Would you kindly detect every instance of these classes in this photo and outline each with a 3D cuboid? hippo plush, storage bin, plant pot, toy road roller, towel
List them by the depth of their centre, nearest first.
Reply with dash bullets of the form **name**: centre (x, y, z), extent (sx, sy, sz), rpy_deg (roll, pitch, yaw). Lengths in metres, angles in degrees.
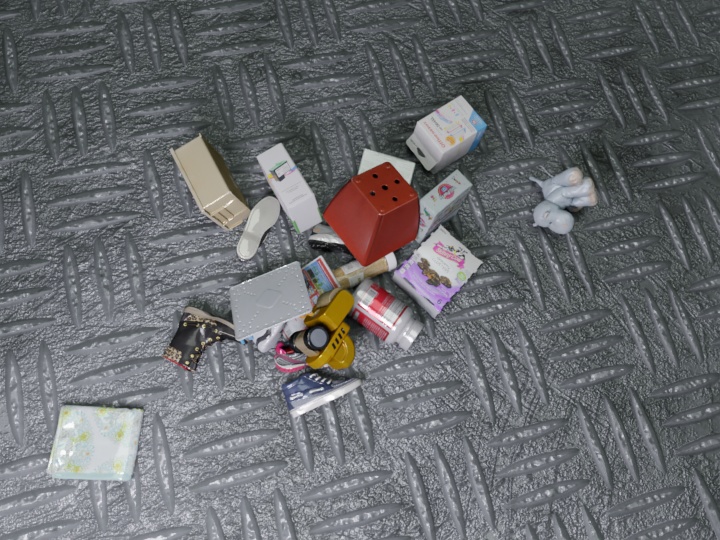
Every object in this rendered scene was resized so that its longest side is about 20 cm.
- **towel**: centre (-0.637, 0.415, 1.530), extent (0.198, 0.048, 0.173), rpy_deg (5, 70, -5)
- **toy road roller**: centre (-0.069, 0.156, 1.580), extent (0.146, 0.123, 0.201), rpy_deg (41, 62, -16)
- **plant pot**: centre (0.044, -0.169, 1.696), extent (0.199, 0.177, 0.200), rpy_deg (-29, 69, -28)
- **storage bin**: centre (-0.397, -0.234, 1.722), extent (0.093, 0.199, 0.201), rpy_deg (-31, 75, 1)
- **hippo plush**: centre (0.575, -0.201, 1.840), extent (0.199, 0.159, 0.161), rpy_deg (31, 69, 4)

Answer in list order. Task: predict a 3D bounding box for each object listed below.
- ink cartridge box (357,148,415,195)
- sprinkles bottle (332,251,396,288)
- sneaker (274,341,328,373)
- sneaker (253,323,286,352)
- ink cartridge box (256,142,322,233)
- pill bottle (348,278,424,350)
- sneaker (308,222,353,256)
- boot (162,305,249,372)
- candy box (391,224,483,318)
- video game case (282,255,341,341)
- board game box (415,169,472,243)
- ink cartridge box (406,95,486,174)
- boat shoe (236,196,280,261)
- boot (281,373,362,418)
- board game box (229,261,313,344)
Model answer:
- **ink cartridge box**: centre (0.061, -0.240, 1.867), extent (0.161, 0.050, 0.202), rpy_deg (16, 87, -1)
- **sprinkles bottle**: centre (0.000, 0.000, 1.747), extent (0.199, 0.068, 0.069), rpy_deg (-24, 74, -14)
- **sneaker**: centre (-0.124, 0.208, 1.639), extent (0.198, 0.075, 0.081), rpy_deg (-14, 42, -13)
- **sneaker**: centre (-0.232, 0.103, 1.657), extent (0.115, 0.075, 0.201), rpy_deg (37, 90, 15)
- **ink cartridge box**: centre (-0.194, -0.226, 1.747), extent (0.084, 0.145, 0.201), rpy_deg (-29, 65, -6)
- **pill bottle**: centre (0.065, 0.121, 1.687), extent (0.199, 0.112, 0.113), rpy_deg (36, 70, 7)
- **sneaker**: centre (-0.043, -0.091, 1.775), extent (0.198, 0.074, 0.080), rpy_deg (11, 64, -2)
- **boot**: centre (-0.396, 0.189, 1.623), extent (0.198, 0.073, 0.151), rpy_deg (23, 69, 11)
- **candy box**: centre (0.214, 0.001, 1.769), extent (0.168, 0.072, 0.200), rpy_deg (42, 71, 9)
- **video game case**: centre (-0.149, 0.074, 1.691), extent (0.199, 0.017, 0.144), rpy_deg (-34, 76, 6)
- **board game box**: centre (0.217, -0.173, 1.765), extent (0.147, 0.200, 0.064), rpy_deg (-39, 80, -19)
- **ink cartridge box**: centre (0.249, -0.397, 1.892), extent (0.199, 0.125, 0.129), rpy_deg (-34, 77, -18)
- **boat shoe**: centre (-0.286, -0.113, 1.760), extent (0.073, 0.060, 0.201), rpy_deg (25, 70, -11)
- **boot**: centre (-0.100, 0.294, 1.623), extent (0.199, 0.073, 0.091), rpy_deg (-22, 79, -13)
- **board game box**: centre (-0.228, 0.079, 1.605), extent (0.198, 0.026, 0.201), rpy_deg (-22, 40, 0)
